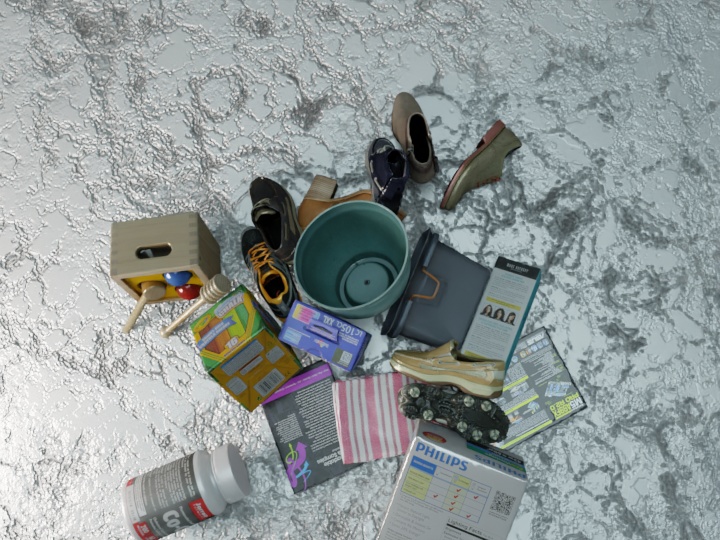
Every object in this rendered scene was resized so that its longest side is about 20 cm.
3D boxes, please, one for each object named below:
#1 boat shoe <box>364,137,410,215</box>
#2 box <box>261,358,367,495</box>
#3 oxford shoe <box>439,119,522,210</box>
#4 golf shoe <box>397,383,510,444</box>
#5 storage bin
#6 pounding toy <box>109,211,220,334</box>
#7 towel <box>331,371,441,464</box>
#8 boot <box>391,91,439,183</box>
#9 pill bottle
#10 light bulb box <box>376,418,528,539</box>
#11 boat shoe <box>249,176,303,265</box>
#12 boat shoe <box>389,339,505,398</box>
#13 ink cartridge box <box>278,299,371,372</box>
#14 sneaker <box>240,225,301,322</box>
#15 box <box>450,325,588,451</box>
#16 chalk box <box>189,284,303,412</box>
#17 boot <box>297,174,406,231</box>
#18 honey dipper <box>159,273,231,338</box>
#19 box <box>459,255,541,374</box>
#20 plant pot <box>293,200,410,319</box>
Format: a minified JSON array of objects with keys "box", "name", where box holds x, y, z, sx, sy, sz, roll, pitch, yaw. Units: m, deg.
[{"box":[0.054,-0.194,1.334,0.074,0.093,0.202,7,45,-14],"name":"boat shoe"},{"box":[-0.088,0.278,1.340,0.141,0.036,0.202,-22,79,-1],"name":"box"},{"box":[0.222,-0.182,1.376,0.075,0.070,0.201,38,86,3],"name":"oxford shoe"},{"box":[0.159,0.234,1.276,0.198,0.088,0.078,20,90,-2],"name":"golf shoe"},{"box":[0.138,0.046,1.318,0.133,0.146,0.202,23,83,-3],"name":"storage bin"},{"box":[-0.361,0.009,1.341,0.197,0.184,0.144,-7,69,2],"name":"pounding toy"},{"box":[0.054,0.253,1.318,0.197,0.030,0.149,-7,81,-10],"name":"towel"},{"box":[0.099,-0.254,1.355,0.069,0.146,0.203,-15,80,1],"name":"boot"},{"box":[-0.301,0.383,1.298,0.198,0.114,0.115,-22,80,1],"name":"pill bottle"},{"box":[0.151,0.382,1.239,0.196,0.125,0.202,20,97,6],"name":"light bulb box"},{"box":[-0.158,-0.102,1.359,0.074,0.073,0.201,-41,58,15],"name":"boat shoe"},{"box":[0.147,0.151,1.257,0.197,0.072,0.077,11,104,16],"name":"boat shoe"},{"box":[-0.057,0.113,1.278,0.135,0.200,0.077,24,87,6],"name":"ink cartridge box"},{"box":[-0.167,-0.004,1.362,0.078,0.077,0.201,-32,67,1],"name":"sneaker"},{"box":[0.274,0.215,1.321,0.198,0.044,0.162,-28,81,0],"name":"box"},{"box":[-0.208,0.121,1.308,0.124,0.124,0.200,-39,36,-2],"name":"chalk box"},{"box":[-0.024,-0.075,1.378,0.198,0.074,0.157,18,84,15],"name":"boot"},{"box":[-0.304,0.069,1.342,0.199,0.038,0.038,-35,78,34],"name":"honey dipper"},{"box":[0.247,0.081,1.313,0.081,0.049,0.202,18,70,21],"name":"box"},{"box":[0.000,0.000,1.288,0.197,0.134,0.203,-7,63,14],"name":"plant pot"}]
